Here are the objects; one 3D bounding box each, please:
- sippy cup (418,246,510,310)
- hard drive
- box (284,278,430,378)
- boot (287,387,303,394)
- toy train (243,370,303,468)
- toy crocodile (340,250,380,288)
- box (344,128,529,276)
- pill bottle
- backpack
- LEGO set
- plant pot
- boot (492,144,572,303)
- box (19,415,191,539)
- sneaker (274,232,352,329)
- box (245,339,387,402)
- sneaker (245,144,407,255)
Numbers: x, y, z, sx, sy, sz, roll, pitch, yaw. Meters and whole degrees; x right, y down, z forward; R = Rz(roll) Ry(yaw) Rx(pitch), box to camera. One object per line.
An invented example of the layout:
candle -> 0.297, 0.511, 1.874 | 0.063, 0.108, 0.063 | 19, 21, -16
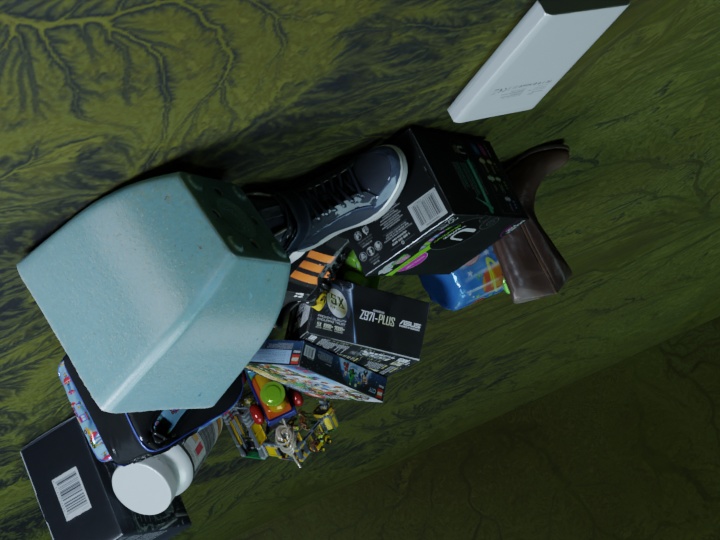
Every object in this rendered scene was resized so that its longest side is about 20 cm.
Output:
sippy cup -> 0.156, -0.012, 1.785 | 0.130, 0.140, 0.178 | -30, 176, -28
hard drive -> 0.198, -0.240, 1.405 | 0.132, 0.026, 0.200 | -15, 159, -34
box -> -0.011, 0.084, 1.767 | 0.163, 0.086, 0.200 | 15, 164, -10
boot -> -0.066, 0.160, 2.120 | 0.203, 0.074, 0.154 | -31, 166, 35
toy train -> -0.130, 0.204, 1.916 | 0.084, 0.201, 0.116 | -24, 167, -8
toy crocodile -> 0.000, 0.000, 1.773 | 0.068, 0.062, 0.200 | -64, 166, -12
box -> 0.086, -0.080, 1.542 | 0.148, 0.125, 0.200 | -34, 163, 29
pill bottle -> -0.294, 0.273, 1.895 | 0.116, 0.116, 0.200 | -36, -167, 28
backpack -> -0.259, 0.136, 1.600 | 0.200, 0.183, 0.134 | -26, 176, -45
LEGO set -> -0.146, 0.252, 2.191 | 0.200, 0.116, 0.154 | 7, -142, 45
plant pot -> -0.192, 0.008, 1.299 | 0.200, 0.196, 0.196 | -44, 158, 18
boot -> 0.251, -0.061, 1.709 | 0.186, 0.200, 0.064 | -24, 160, -13
box -> -0.393, 0.338, 1.933 | 0.124, 0.200, 0.196 | -31, 163, 16
sneaker -> -0.053, 0.003, 1.637 | 0.200, 0.090, 0.070 | -32, 162, 17
box -> -0.074, 0.144, 1.792 | 0.136, 0.038, 0.200 | -1, 160, 39
sneaker -> -0.050, -0.078, 1.425 | 0.202, 0.077, 0.146 | -34, 164, 26
